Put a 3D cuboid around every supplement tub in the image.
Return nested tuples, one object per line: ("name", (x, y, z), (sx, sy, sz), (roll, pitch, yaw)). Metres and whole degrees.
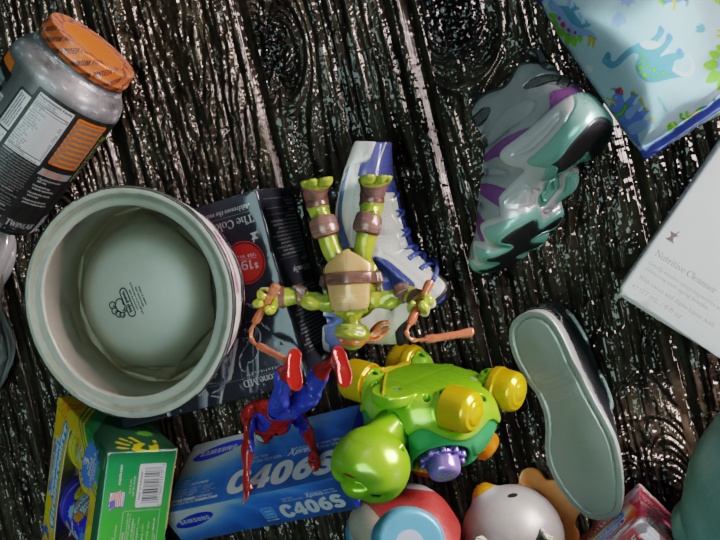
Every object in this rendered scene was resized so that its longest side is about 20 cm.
("supplement tub", (-0.319, -0.144, 0.991), (0.122, 0.122, 0.200), (43, 103, 7))

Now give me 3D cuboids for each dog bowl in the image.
("dog bowl", (-0.191, 0.024, 0.891), (0.198, 0.074, 0.202), (1, 96, 14))

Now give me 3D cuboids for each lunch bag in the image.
("lunch bag", (0.277, -0.217, 0.829), (0.200, 0.127, 0.171), (-36, 86, 24))

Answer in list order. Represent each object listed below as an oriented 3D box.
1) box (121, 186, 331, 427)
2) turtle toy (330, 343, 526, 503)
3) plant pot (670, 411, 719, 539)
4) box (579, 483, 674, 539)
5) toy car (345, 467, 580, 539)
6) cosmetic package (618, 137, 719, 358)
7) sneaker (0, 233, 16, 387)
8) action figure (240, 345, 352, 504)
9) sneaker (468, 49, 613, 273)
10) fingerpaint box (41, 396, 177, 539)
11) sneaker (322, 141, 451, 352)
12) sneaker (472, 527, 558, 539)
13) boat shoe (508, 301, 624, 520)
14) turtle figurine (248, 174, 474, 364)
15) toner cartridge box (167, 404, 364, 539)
("box", (-0.146, 0.034, 0.972), (0.199, 0.104, 0.183), (-16, 92, 15))
("turtle toy", (0.049, 0.137, 0.889), (0.145, 0.199, 0.102), (12, 105, 36))
("plant pot", (0.344, 0.207, 0.827), (0.200, 0.200, 0.134), (44, 121, 7))
("box", (0.287, 0.302, 0.888), (0.200, 0.100, 0.096), (44, 104, 6))
("toy car", (0.109, 0.242, 0.918), (0.199, 0.184, 0.178), (-33, 86, -14))
("cosmetic package", (0.322, -0.037, 0.857), (0.112, 0.081, 0.201), (33, 103, 11))
("sneaker", (-0.416, 0.043, 1.044), (0.077, 0.099, 0.202), (2, 96, 14))
("action figure", (-0.062, 0.141, 0.873), (0.065, 0.200, 0.100), (1, 70, -19))
("sneaker", (0.131, -0.105, 0.908), (0.140, 0.077, 0.201), (56, 132, 30))
("fingerpaint box", (-0.255, 0.244, 0.989), (0.167, 0.073, 0.202), (22, 105, 56))
("sneaker", (0.032, -0.017, 0.942), (0.114, 0.081, 0.201), (7, 96, 3))
("sneaker", (0.173, 0.245, 0.814), (0.198, 0.089, 0.077), (6, 134, -14))
("boat shoe", (0.198, 0.124, 0.914), (0.075, 0.060, 0.201), (-15, 94, 35))
("turtle figurine", (0.000, 0.000, 0.875), (0.198, 0.064, 0.163), (-2, 89, 15))
("toner cartridge box", (-0.086, 0.194, 0.957), (0.199, 0.095, 0.043), (-18, 118, 25))
